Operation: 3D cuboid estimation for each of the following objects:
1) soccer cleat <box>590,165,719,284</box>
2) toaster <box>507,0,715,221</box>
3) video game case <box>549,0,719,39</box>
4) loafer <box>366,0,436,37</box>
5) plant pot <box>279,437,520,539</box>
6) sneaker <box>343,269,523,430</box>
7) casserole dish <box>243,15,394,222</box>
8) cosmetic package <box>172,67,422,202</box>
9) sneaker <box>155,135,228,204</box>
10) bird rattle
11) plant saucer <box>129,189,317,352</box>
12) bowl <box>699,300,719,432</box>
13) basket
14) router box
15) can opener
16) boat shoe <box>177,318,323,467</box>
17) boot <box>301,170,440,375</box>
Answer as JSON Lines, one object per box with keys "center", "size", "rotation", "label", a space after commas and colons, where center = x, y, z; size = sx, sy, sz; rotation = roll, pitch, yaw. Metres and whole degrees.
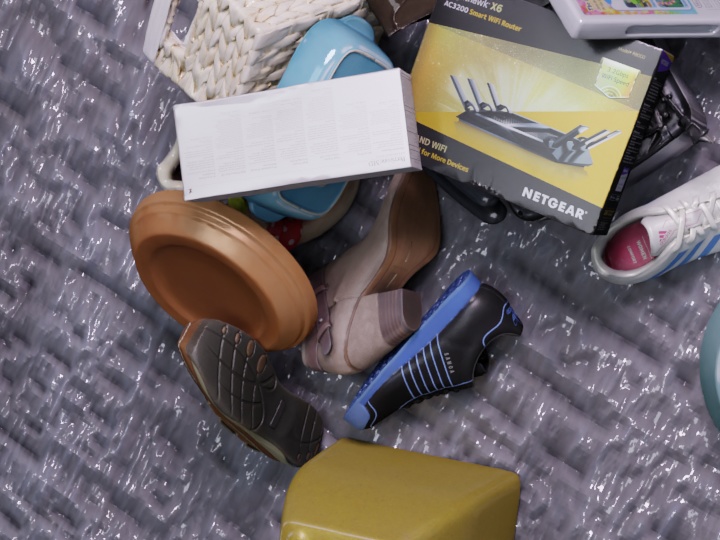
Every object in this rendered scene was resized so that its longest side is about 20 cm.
{"center": [0.288, -0.042, 1.280], "size": [0.199, 0.086, 0.070], "rotation": [-30, 80, 21], "label": "soccer cleat"}
{"center": [0.192, -0.148, 1.301], "size": [0.180, 0.118, 0.201], "rotation": [-32, 79, 21], "label": "toaster"}
{"center": [0.215, -0.265, 1.232], "size": [0.024, 0.180, 0.201], "rotation": [112, 145, -46], "label": "video game case"}
{"center": [0.096, -0.243, 1.327], "size": [0.198, 0.073, 0.072], "rotation": [-10, 87, -15], "label": "loafer"}
{"center": [0.015, 0.274, 1.344], "size": [0.192, 0.200, 0.198], "rotation": [8, 94, 23], "label": "plant pot"}
{"center": [0.066, 0.092, 1.389], "size": [0.078, 0.070, 0.200], "rotation": [40, 116, -3], "label": "sneaker"}
{"center": [-0.032, -0.127, 1.321], "size": [0.039, 0.121, 0.201], "rotation": [30, 96, 36], "label": "casserole dish"}
{"center": [-0.053, -0.110, 1.245], "size": [0.198, 0.051, 0.083], "rotation": [-7, 86, 14], "label": "cosmetic package"}
{"center": [-0.124, -0.133, 1.455], "size": [0.081, 0.088, 0.200], "rotation": [44, 107, 16], "label": "sneaker"}
{"center": [-0.073, -0.062, 1.408], "size": [0.162, 0.201, 0.113], "rotation": [-24, 41, -8], "label": "bird rattle"}
{"center": [-0.134, 0.010, 1.384], "size": [0.199, 0.201, 0.038], "rotation": [18, 55, 22], "label": "plant saucer"}
{"center": [0.373, 0.085, 1.237], "size": [0.199, 0.105, 0.203], "rotation": [0, 90, 23], "label": "bowl"}
{"center": [-0.077, -0.232, 1.352], "size": [0.123, 0.199, 0.136], "rotation": [45, 137, 20], "label": "basket"}
{"center": [0.137, -0.137, 1.232], "size": [0.199, 0.052, 0.159], "rotation": [23, 100, 21], "label": "router box"}
{"center": [0.065, -0.111, 1.349], "size": [0.079, 0.063, 0.200], "rotation": [-42, 48, 2], "label": "can opener"}
{"center": [-0.115, 0.122, 1.416], "size": [0.073, 0.200, 0.076], "rotation": [2, 51, 40], "label": "boat shoe"}
{"center": [0.000, 0.000, 1.415], "size": [0.145, 0.070, 0.202], "rotation": [-18, 55, 43], "label": "boot"}
